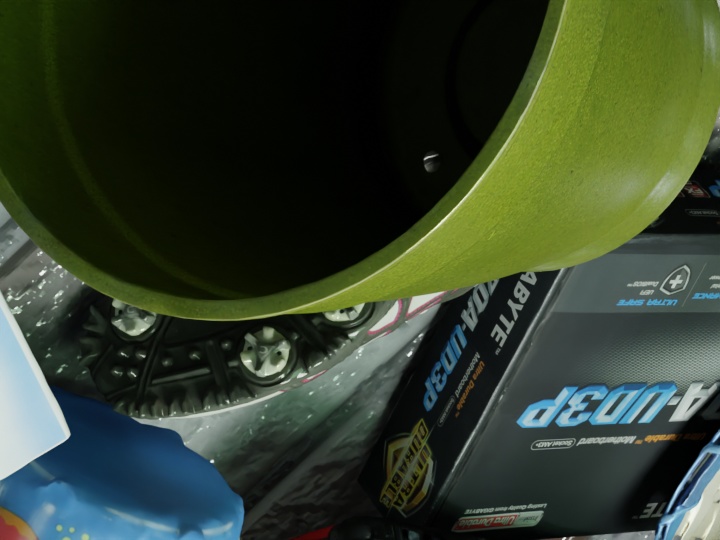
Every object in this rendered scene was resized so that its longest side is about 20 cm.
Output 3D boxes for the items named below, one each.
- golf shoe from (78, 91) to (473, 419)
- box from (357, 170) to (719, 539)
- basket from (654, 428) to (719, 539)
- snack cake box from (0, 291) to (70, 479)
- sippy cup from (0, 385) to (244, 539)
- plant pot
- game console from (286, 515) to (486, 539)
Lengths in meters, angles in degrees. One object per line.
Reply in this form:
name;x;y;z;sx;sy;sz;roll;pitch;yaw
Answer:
golf shoe;0.000;0.000;0.979;0.200;0.077;0.088;-30;155;-4
box;0.114;0.035;1.127;0.200;0.046;0.159;1;128;-40
basket;0.194;0.106;1.096;0.176;0.139;0.200;-48;171;12
snack cake box;-0.158;-0.029;0.784;0.067;0.115;0.200;-31;141;-9
sippy cup;-0.107;0.116;0.966;0.178;0.140;0.130;6;116;-52
plant pot;0.014;-0.074;0.837;0.200;0.200;0.193;-50;152;14
game console;0.042;0.167;1.084;0.172;0.119;0.200;-21;157;33
